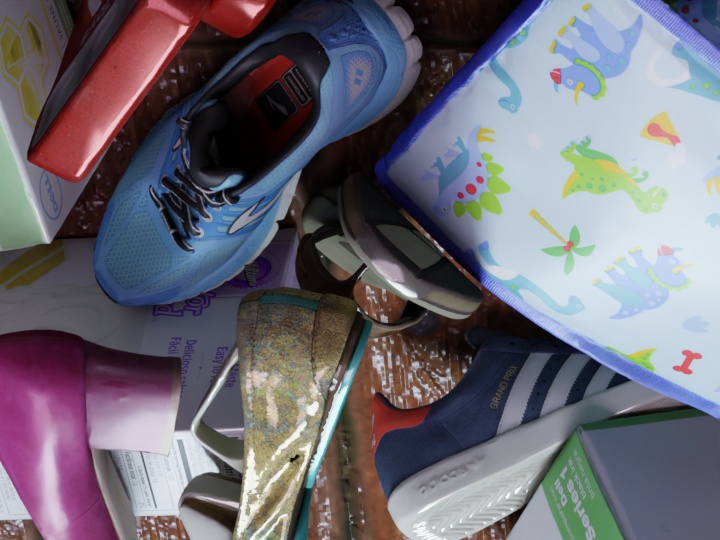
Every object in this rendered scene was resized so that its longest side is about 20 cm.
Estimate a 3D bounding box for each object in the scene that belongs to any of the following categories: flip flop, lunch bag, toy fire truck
[{"bbox_3d":[0.000,0.000,1.292,0.081,0.200,0.058,45,85,-10],"label":"flip flop"},{"bbox_3d":[0.131,-0.052,1.259,0.199,0.128,0.170,24,131,-24],"label":"lunch bag"},{"bbox_3d":[-0.064,-0.145,1.177,0.112,0.168,0.200,29,129,-17],"label":"toy fire truck"}]

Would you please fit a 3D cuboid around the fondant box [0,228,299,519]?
[{"bbox_3d":[-0.131,0.049,1.375,0.199,0.145,0.058,-2,129,10],"label":"fondant box"}]

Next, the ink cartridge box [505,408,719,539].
[{"bbox_3d":[0.141,0.157,1.423,0.146,0.085,0.200,-6,145,-29],"label":"ink cartridge box"}]

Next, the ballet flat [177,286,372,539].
[{"bbox_3d":[-0.045,0.089,1.267,0.070,0.071,0.201,12,124,-3],"label":"ballet flat"}]

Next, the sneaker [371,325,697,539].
[{"bbox_3d":[0.097,0.055,1.402,0.199,0.085,0.075,-21,151,-4],"label":"sneaker"}]

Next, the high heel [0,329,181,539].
[{"bbox_3d":[-0.142,0.112,1.290,0.096,0.067,0.201,8,116,-11],"label":"high heel"}]

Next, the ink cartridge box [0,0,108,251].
[{"bbox_3d":[-0.171,-0.070,1.223,0.048,0.200,0.146,-9,117,17],"label":"ink cartridge box"}]

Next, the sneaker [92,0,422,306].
[{"bbox_3d":[-0.064,-0.054,1.298,0.078,0.090,0.200,49,122,9],"label":"sneaker"}]
